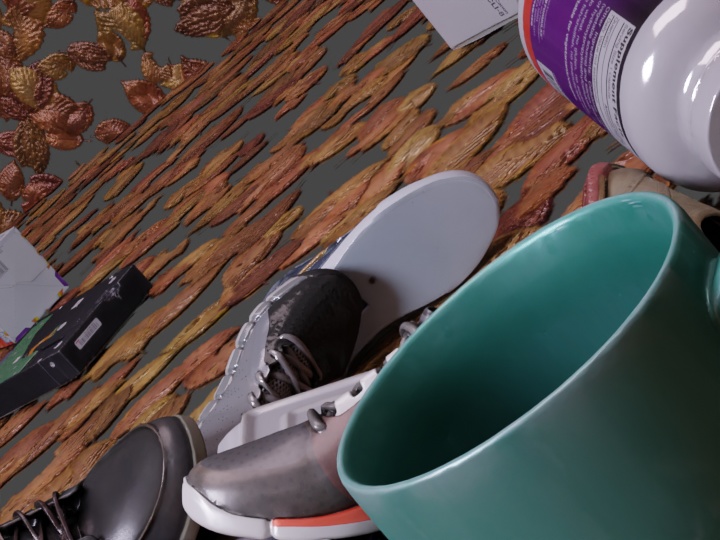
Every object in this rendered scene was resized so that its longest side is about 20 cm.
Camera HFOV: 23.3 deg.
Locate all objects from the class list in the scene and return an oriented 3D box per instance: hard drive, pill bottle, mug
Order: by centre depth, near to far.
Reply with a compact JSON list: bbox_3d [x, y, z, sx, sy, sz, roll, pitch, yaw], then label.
[{"bbox_3d":[0.091,0.062,0.601,0.152,0.115,0.185,-46,16,-21],"label":"mug"},{"bbox_3d":[0.163,-0.111,0.879,0.112,0.113,0.200,-41,31,3],"label":"pill bottle"},{"bbox_3d":[-0.305,0.077,1.760,0.200,0.038,0.140,-26,21,45],"label":"hard drive"}]

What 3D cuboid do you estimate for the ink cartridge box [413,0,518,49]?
[{"bbox_3d":[0.130,-0.332,1.600,0.144,0.145,0.200,-23,23,53],"label":"ink cartridge box"}]

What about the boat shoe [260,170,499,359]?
[{"bbox_3d":[0.000,0.000,1.108,0.200,0.071,0.091,-41,18,10],"label":"boat shoe"}]

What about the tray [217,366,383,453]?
[{"bbox_3d":[0.023,0.063,0.820,0.199,0.022,0.107,-18,14,2],"label":"tray"}]

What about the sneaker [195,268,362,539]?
[{"bbox_3d":[-0.045,0.089,0.996,0.200,0.075,0.115,-55,22,-12],"label":"sneaker"}]

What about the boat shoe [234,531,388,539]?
[{"bbox_3d":[0.007,0.131,0.720,0.092,0.075,0.200,-30,19,-27],"label":"boat shoe"}]

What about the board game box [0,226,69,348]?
[{"bbox_3d":[-0.464,0.033,2.174,0.105,0.103,0.200,-49,16,-27],"label":"board game box"}]

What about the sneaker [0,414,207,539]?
[{"bbox_3d":[-0.168,0.153,0.952,0.200,0.106,0.075,-53,43,25],"label":"sneaker"}]

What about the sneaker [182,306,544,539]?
[{"bbox_3d":[0.019,0.056,0.727,0.199,0.082,0.077,-12,10,-2],"label":"sneaker"}]

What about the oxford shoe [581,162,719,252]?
[{"bbox_3d":[0.140,-0.007,0.821,0.074,0.071,0.200,-1,18,10],"label":"oxford shoe"}]
